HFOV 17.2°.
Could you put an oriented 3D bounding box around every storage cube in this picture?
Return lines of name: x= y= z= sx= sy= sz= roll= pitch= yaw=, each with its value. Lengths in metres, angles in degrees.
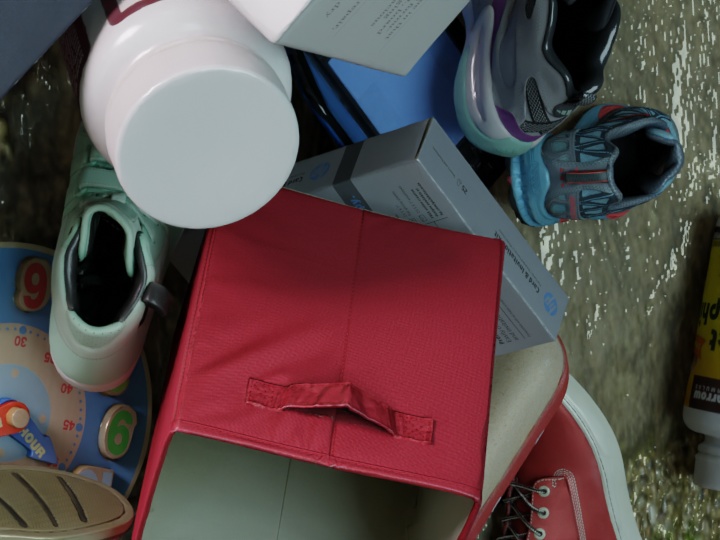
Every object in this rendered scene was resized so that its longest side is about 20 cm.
storage cube: x=-0.025 y=0.080 z=1.338 sx=0.171 sy=0.200 sz=0.180 roll=13 pitch=51 yaw=-6

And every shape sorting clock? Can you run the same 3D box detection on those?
shape sorting clock: x=-0.206 y=0.083 z=1.385 sx=0.200 sy=0.039 sz=0.201 roll=-5 pitch=99 yaw=-36

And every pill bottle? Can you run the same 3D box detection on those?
pill bottle: x=-0.101 y=-0.115 z=1.276 sx=0.114 sy=0.200 sz=0.114 roll=-8 pitch=125 yaw=-12
pill bottle: x=0.293 y=0.062 z=1.708 sx=0.109 sy=0.109 sz=0.201 roll=11 pitch=89 yaw=-37

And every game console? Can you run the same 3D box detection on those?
game console: x=0.040 y=-0.097 z=1.497 sx=0.171 sy=0.118 sz=0.200 roll=-50 pitch=121 yaw=-21

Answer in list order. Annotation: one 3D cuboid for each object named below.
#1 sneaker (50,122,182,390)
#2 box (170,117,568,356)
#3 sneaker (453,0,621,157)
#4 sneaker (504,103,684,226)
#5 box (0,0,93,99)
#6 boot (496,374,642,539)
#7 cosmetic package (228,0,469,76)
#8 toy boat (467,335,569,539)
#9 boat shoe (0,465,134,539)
sneaker: x=-0.130 y=-0.041 z=1.348 sx=0.074 sy=0.118 sz=0.201 roll=10 pitch=72 yaw=-7
box: x=0.000 y=0.000 z=1.431 sx=0.156 sy=0.200 sz=0.041 roll=52 pitch=41 yaw=-29
sneaker: x=0.119 y=-0.183 z=1.503 sx=0.078 sy=0.140 sz=0.201 roll=5 pitch=69 yaw=-38
sneaker: x=0.180 y=-0.067 z=1.596 sx=0.200 sy=0.095 sz=0.080 roll=-23 pitch=108 yaw=-55
box: x=-0.247 y=-0.141 z=1.239 sx=0.200 sy=0.182 sz=0.104 roll=-50 pitch=121 yaw=-20
boot: x=0.110 y=0.169 z=1.613 sx=0.144 sy=0.072 sz=0.200 roll=-35 pitch=118 yaw=-27
cosmetic package: x=-0.011 y=-0.222 z=1.249 sx=0.166 sy=0.167 sz=0.200 roll=-48 pitch=166 yaw=13
toy boat: x=0.055 y=0.117 z=1.544 sx=0.200 sy=0.130 sz=0.131 roll=-55 pitch=146 yaw=-18
boat shoe: x=-0.222 y=0.160 z=1.328 sx=0.200 sy=0.075 sz=0.069 roll=-5 pitch=122 yaw=-35
